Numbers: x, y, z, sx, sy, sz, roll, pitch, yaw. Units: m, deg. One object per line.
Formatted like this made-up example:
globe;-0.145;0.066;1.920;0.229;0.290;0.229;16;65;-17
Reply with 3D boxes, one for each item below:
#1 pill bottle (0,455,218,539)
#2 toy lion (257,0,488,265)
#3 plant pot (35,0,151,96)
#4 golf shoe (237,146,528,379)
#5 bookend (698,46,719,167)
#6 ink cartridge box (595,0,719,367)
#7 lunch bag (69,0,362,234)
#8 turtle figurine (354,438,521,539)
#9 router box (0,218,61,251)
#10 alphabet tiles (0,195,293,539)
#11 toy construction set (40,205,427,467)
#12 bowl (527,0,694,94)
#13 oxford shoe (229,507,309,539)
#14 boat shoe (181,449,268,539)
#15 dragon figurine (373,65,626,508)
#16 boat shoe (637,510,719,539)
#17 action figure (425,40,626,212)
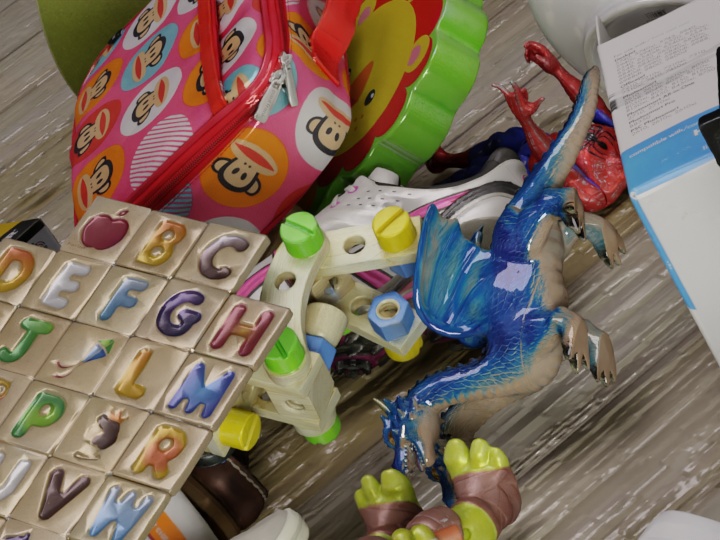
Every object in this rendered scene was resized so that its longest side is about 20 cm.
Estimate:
pill bottle;-0.158;0.167;1.173;0.200;0.113;0.113;-40;25;-19
toy lion;-0.007;-0.080;1.427;0.192;0.069;0.200;-62;23;2
plant pot;-0.083;-0.203;1.763;0.200;0.187;0.187;-4;32;20
golf shoe;0.000;0.000;1.326;0.200;0.073;0.092;-13;62;23
bookend;0.211;-0.038;1.027;0.092;0.199;0.200;-25;24;19
ink cartridge box;0.162;-0.045;1.202;0.068;0.116;0.200;-25;25;12
lunch bag;-0.068;-0.092;1.403;0.176;0.082;0.200;-42;27;19
turtle figurine;0.009;0.132;1.094;0.200;0.064;0.161;-40;4;40
router box;-0.275;0.053;1.592;0.200;0.052;0.157;-45;21;-28
alphabet tiles;-0.128;0.051;1.178;0.166;0.006;0.200;13;58;34
toy construction set;-0.071;0.022;1.238;0.200;0.092;0.131;5;57;39
bowl;0.163;-0.134;1.317;0.201;0.201;0.090;-13;49;35
oxford shoe;-0.107;0.150;1.093;0.200;0.058;0.075;-35;-1;-15
boat shoe;-0.089;0.076;1.320;0.070;0.070;0.200;-41;25;-12
dragon figurine;0.059;0.003;1.188;0.099;0.059;0.200;-3;77;27
boat shoe;0.143;0.131;0.941;0.066;0.072;0.200;-45;26;-18
action figure;0.073;-0.076;1.401;0.200;0.099;0.065;3;42;49
